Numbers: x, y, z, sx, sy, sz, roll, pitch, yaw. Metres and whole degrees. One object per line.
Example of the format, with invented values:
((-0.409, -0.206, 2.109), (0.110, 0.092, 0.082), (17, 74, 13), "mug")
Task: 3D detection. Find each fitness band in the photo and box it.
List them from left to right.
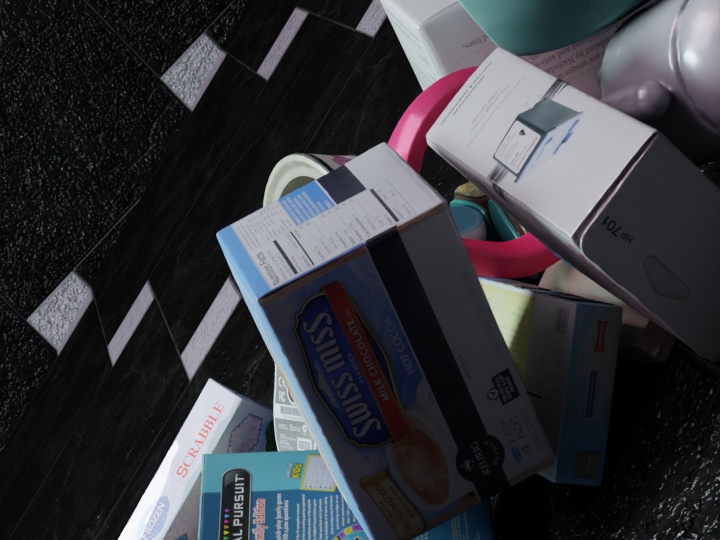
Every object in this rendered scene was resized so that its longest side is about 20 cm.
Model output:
((0.096, -0.067, 1.259), (0.037, 0.199, 0.145), (36, 111, 44), "fitness band")

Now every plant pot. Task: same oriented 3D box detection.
((0.122, -0.243, 1.226), (0.161, 0.201, 0.201), (-39, 20, 12), "plant pot")

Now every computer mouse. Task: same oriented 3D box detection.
((-0.035, 0.055, 1.363), (0.109, 0.044, 0.202), (3, 95, 58), "computer mouse")

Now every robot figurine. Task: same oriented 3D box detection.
((0.233, -0.131, 1.185), (0.169, 0.114, 0.200), (-28, 4, -24), "robot figurine")

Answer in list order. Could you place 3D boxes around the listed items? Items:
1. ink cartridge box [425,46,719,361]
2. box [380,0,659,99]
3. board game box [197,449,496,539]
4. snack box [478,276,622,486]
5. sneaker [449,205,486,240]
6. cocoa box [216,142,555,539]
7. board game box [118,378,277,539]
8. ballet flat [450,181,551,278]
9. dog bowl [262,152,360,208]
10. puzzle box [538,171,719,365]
((0.151, -0.044, 1.136), (0.086, 0.146, 0.200), (-52, 32, 0), "ink cartridge box")
((0.137, -0.197, 1.425), (0.199, 0.131, 0.199), (-28, 19, 0), "box")
((-0.009, 0.183, 1.214), (0.151, 0.198, 0.047), (-93, 0, -57), "board game box")
((0.117, 0.071, 1.241), (0.200, 0.037, 0.117), (-162, 79, -73), "snack box")
((0.054, 0.019, 1.487), (0.079, 0.132, 0.200), (-19, 8, -25), "sneaker")
((0.014, 0.048, 1.152), (0.130, 0.201, 0.133), (-27, 24, -6), "cocoa box")
((-0.117, 0.209, 1.540), (0.041, 0.199, 0.201), (28, 87, 30), "board game box")
((0.128, -0.044, 1.451), (0.071, 0.070, 0.200), (-58, 18, 2), "ballet flat")
((0.000, 0.000, 1.408), (0.200, 0.073, 0.202), (40, 138, 50), "dog bowl")
((0.180, 0.004, 1.265), (0.134, 0.025, 0.200), (-63, 17, -13), "puzzle box")
